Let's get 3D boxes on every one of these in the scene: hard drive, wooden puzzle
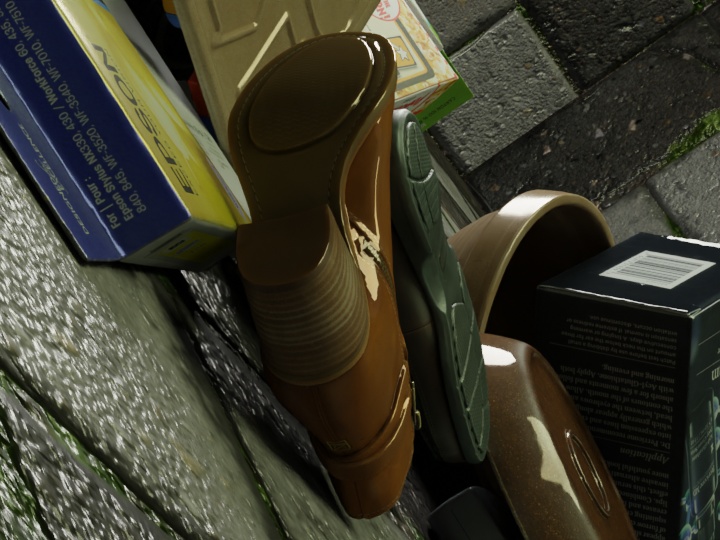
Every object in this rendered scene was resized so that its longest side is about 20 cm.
[{"bbox_3d":[-0.119,-0.100,1.244,0.200,0.026,0.132,56,6,14],"label":"hard drive"},{"bbox_3d":[-0.051,-0.157,1.330,0.046,0.185,0.200,17,-35,20],"label":"wooden puzzle"}]

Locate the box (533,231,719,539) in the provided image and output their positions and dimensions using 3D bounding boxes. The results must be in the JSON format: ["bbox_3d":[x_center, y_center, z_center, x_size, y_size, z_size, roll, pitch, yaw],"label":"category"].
[{"bbox_3d":[0.183,0.094,1.508,0.148,0.107,0.200,-25,121,-55],"label":"box"}]

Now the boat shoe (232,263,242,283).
[{"bbox_3d":[-0.001,0.000,1.294,0.072,0.068,0.200,21,-4,23],"label":"boat shoe"}]

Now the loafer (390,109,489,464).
[{"bbox_3d":[0.018,0.011,1.215,0.072,0.063,0.200,-73,153,-57],"label":"loafer"}]

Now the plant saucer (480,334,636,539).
[{"bbox_3d":[0.114,0.120,1.354,0.200,0.034,0.200,61,12,-22],"label":"plant saucer"}]

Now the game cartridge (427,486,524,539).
[{"bbox_3d":[0.101,0.190,1.354,0.133,0.041,0.200,62,8,28],"label":"game cartridge"}]

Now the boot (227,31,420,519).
[{"bbox_3d":[-0.009,0.000,1.108,0.200,0.074,0.155,-76,155,-45],"label":"boot"}]

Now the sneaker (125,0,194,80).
[{"bbox_3d":[-0.091,-0.157,1.430,0.200,0.076,0.091,23,30,-49],"label":"sneaker"}]

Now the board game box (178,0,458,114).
[{"bbox_3d":[-0.044,-0.152,1.559,0.200,0.046,0.152,-24,78,-50],"label":"board game box"}]

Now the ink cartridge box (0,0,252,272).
[{"bbox_3d":[-0.128,-0.091,1.028,0.198,0.047,0.200,57,3,5],"label":"ink cartridge box"}]

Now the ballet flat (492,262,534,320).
[{"bbox_3d":[0.094,0.054,1.654,0.200,0.067,0.067,119,-41,-62],"label":"ballet flat"}]

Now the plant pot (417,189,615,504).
[{"bbox_3d":[0.079,0.046,1.513,0.093,0.201,0.201,10,-21,30],"label":"plant pot"}]

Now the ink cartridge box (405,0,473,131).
[{"bbox_3d":[-0.009,-0.136,1.747,0.200,0.148,0.076,51,6,-38],"label":"ink cartridge box"}]
